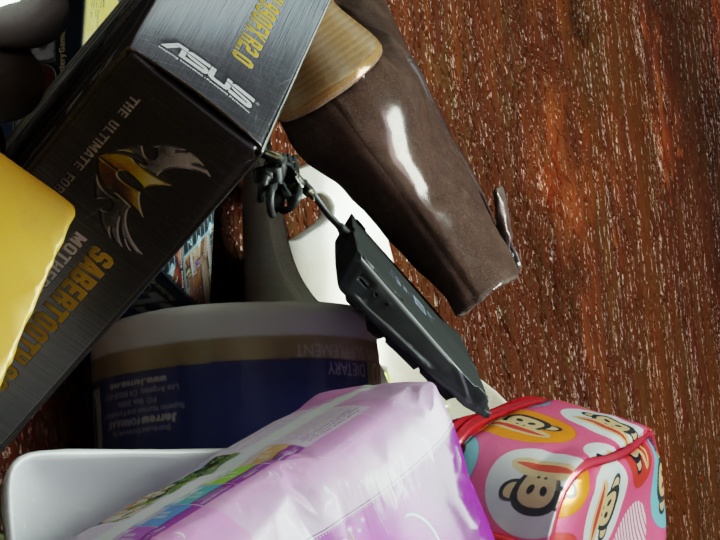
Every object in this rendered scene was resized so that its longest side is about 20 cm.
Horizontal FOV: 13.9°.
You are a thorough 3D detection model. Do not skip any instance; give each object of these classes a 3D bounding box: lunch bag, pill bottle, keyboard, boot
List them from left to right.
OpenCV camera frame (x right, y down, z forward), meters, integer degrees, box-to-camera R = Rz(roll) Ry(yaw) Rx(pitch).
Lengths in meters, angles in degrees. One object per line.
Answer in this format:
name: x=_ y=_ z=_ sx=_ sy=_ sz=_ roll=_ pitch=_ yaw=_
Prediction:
pill bottle: x=-0.042 y=0.117 z=1.115 sx=0.111 sy=0.111 sz=0.200 roll=19 pitch=66 yaw=-70
keyboard: x=0.000 y=0.000 z=1.123 sx=0.127 sy=0.021 sz=0.200 roll=49 pitch=2 yaw=-4
boot: x=0.007 y=-0.060 z=1.277 sx=0.166 sy=0.072 sz=0.200 roll=55 pitch=9 yaw=-4
lunch bag: x=0.057 y=0.156 z=1.188 sx=0.176 sy=0.082 sz=0.200 roll=-11 pitch=114 yaw=-70

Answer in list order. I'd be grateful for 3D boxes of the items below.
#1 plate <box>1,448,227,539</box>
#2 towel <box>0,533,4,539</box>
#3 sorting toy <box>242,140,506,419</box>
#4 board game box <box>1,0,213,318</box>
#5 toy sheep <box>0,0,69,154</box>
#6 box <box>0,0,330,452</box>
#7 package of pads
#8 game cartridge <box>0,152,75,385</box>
plate: x=-0.040 y=0.159 z=1.011 sx=0.200 sy=0.032 sz=0.200 roll=1 pitch=82 yaw=-42
towel: x=-0.119 y=0.185 z=0.978 sx=0.148 sy=0.036 sz=0.200 roll=37 pitch=48 yaw=-67
sorting toy: x=-0.012 y=0.028 z=1.280 sx=0.200 sy=0.107 sz=0.180 roll=25 pitch=52 yaw=-67
board game box: x=-0.094 y=-0.095 z=1.156 sx=0.135 sy=0.035 sz=0.200 roll=50 pitch=37 yaw=-59
toy sheep: x=-0.146 y=-0.091 z=0.847 sx=0.138 sy=0.138 sz=0.200 roll=-15 pitch=122 yaw=-72
box: x=-0.089 y=-0.018 z=0.893 sx=0.048 sy=0.200 sz=0.158 roll=38 pitch=27 yaw=-10
package of pads: x=-0.039 y=0.127 z=0.947 sx=0.200 sy=0.076 sz=0.121 roll=-28 pitch=103 yaw=-41
game cartridge: x=-0.176 y=-0.013 z=0.709 sx=0.200 sy=0.032 sz=0.176 roll=38 pitch=41 yaw=-19
